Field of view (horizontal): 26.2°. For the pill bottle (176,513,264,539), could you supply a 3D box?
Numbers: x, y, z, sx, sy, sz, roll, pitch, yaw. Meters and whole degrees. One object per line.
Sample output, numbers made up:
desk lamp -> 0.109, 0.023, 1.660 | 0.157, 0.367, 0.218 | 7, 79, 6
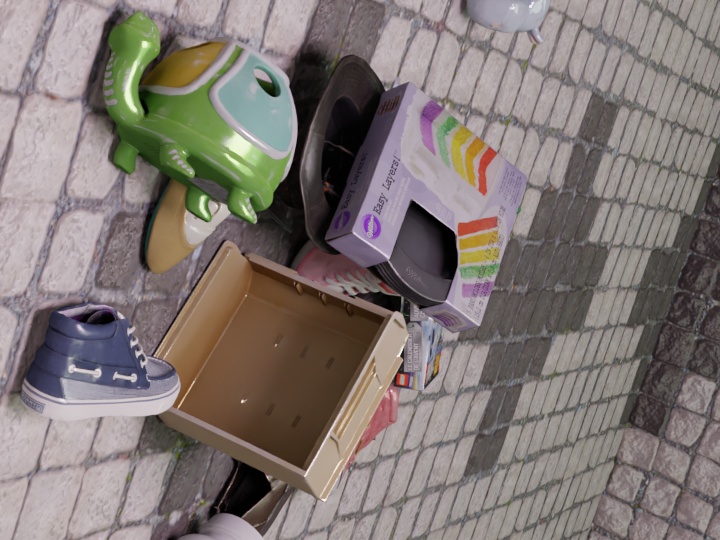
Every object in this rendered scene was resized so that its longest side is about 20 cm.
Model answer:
pill bottle -> -0.182, 0.355, 1.638 | 0.200, 0.112, 0.113 | -47, 149, -41

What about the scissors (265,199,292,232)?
scissors -> -0.106, -0.074, 1.573 | 0.073, 0.014, 0.200 | -60, 157, -27

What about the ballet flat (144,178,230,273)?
ballet flat -> -0.139, -0.085, 1.422 | 0.069, 0.063, 0.201 | 13, 98, -66

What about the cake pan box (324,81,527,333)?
cake pan box -> 0.070, -0.060, 1.577 | 0.184, 0.052, 0.201 | 36, 59, -24

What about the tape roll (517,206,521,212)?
tape roll -> 0.086, -0.044, 1.781 | 0.200, 0.048, 0.200 | -27, 178, -1

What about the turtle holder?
turtle holder -> -0.140, -0.133, 1.317 | 0.132, 0.185, 0.141 | -63, -172, -12

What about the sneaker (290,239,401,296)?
sneaker -> 0.000, 0.000, 1.659 | 0.075, 0.105, 0.200 | 21, 129, -41

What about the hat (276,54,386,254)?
hat -> -0.044, -0.121, 1.571 | 0.200, 0.080, 0.202 | -33, 128, -58

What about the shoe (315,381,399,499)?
shoe -> -0.012, 0.201, 1.866 | 0.091, 0.072, 0.201 | -20, 148, -27

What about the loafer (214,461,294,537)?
loafer -> -0.098, 0.215, 1.751 | 0.201, 0.073, 0.071 | -64, 156, -7

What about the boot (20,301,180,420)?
boot -> -0.214, 0.077, 1.378 | 0.200, 0.073, 0.091 | -5, 119, -64

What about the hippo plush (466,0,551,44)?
hippo plush -> 0.198, -0.374, 1.877 | 0.199, 0.160, 0.161 | -15, 155, -45

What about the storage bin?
storage bin -> -0.082, 0.093, 1.526 | 0.199, 0.199, 0.094 | -60, 157, -19

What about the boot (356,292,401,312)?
boot -> -0.021, 0.108, 1.865 | 0.174, 0.069, 0.201 | -43, 142, -36

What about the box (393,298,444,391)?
box -> 0.076, 0.065, 1.867 | 0.200, 0.040, 0.138 | -11, 107, -82
